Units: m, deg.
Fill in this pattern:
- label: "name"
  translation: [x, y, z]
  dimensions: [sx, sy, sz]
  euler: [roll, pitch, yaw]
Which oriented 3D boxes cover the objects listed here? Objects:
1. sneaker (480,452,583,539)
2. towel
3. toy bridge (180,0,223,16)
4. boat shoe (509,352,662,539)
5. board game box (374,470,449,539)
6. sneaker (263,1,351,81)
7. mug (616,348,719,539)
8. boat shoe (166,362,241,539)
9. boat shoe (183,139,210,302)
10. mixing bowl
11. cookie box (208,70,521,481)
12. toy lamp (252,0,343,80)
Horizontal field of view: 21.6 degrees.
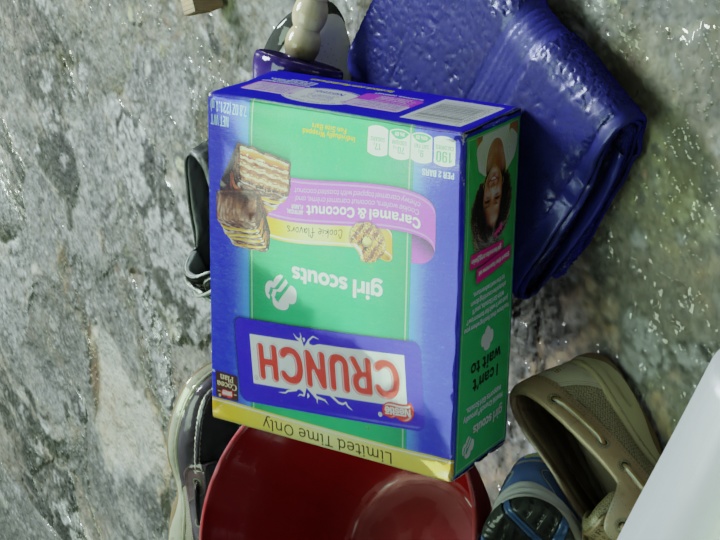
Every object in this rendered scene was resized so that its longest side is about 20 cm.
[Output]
- label: "sneaker"
  translation: [0.126, 0.199, 1.139]
  dimensions: [0.075, 0.077, 0.200]
  euler: [-6, 120, 15]
- label: "towel"
  translation: [0.078, -0.102, 1.082]
  dimensions: [0.200, 0.049, 0.148]
  euler: [54, 137, 27]
- label: "toy bridge"
  translation: [-0.069, -0.222, 1.258]
  dimensions: [0.200, 0.027, 0.067]
  euler: [-9, 96, 57]
- label: "boat shoe"
  translation: [0.152, 0.142, 1.064]
  dimensions: [0.200, 0.064, 0.071]
  euler: [58, 145, 22]
- label: "board game box"
  translation: [0.020, 0.193, 1.307]
  dimensions: [0.200, 0.045, 0.152]
  euler: [49, 141, 33]
- label: "sneaker"
  translation: [-0.019, -0.070, 1.222]
  dimensions: [0.108, 0.067, 0.202]
  euler: [50, 145, 30]
- label: "mug"
  translation: [0.225, 0.111, 0.907]
  dimensions: [0.150, 0.186, 0.154]
  euler: [-99, 19, -62]
- label: "boat shoe"
  translation: [-0.109, 0.165, 1.472]
  dimensions: [0.065, 0.072, 0.201]
  euler: [27, 124, 33]
- label: "boat shoe"
  translation: [-0.097, -0.006, 1.364]
  dimensions: [0.072, 0.071, 0.201]
  euler: [21, 123, 51]
- label: "mixing bowl"
  translation: [0.010, 0.171, 1.180]
  dimensions: [0.200, 0.108, 0.201]
  euler: [-10, 72, 31]
- label: "cookie box"
  translation: [0.000, 0.000, 1.075]
  dimensions: [0.171, 0.075, 0.201]
  euler: [12, 111, 30]
- label: "toy lamp"
  translation: [-0.023, -0.176, 1.128]
  dimensions: [0.058, 0.058, 0.201]
  euler: [29, 107, 48]
